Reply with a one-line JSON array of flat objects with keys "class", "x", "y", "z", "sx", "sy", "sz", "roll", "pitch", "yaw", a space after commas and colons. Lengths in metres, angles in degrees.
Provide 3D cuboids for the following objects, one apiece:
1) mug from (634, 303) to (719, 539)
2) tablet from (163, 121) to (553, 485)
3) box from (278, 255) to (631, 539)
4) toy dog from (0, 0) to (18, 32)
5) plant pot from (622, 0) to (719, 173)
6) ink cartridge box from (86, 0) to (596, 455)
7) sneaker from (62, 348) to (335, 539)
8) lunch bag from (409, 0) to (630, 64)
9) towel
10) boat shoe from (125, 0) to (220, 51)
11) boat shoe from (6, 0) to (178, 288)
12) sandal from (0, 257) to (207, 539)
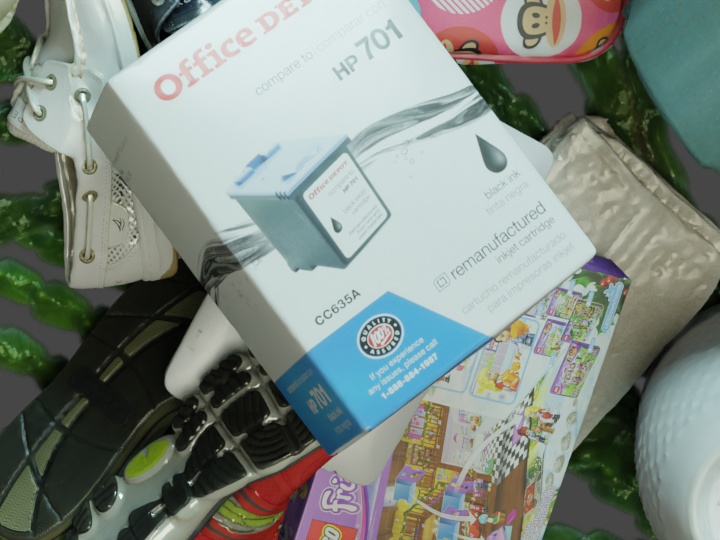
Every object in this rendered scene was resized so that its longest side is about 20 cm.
[{"class": "mug", "x": 0.235, "y": 0.085, "z": 1.313, "sx": 0.200, "sy": 0.175, "sz": 0.148, "roll": -43, "pitch": 93, "yaw": 14}, {"class": "tablet", "x": 0.000, "y": 0.000, "z": 1.264, "sx": 0.129, "sy": 0.014, "sz": 0.201, "roll": 27, "pitch": 98, "yaw": -19}, {"class": "box", "x": 0.047, "y": 0.076, "z": 1.328, "sx": 0.136, "sy": 0.039, "sz": 0.201, "roll": 14, "pitch": 104, "yaw": -17}, {"class": "toy dog", "x": -0.210, "y": -0.126, "z": 1.161, "sx": 0.139, "sy": 0.195, "sz": 0.200, "roll": 3, "pitch": 141, "yaw": -29}, {"class": "plant pot", "x": 0.245, "y": -0.130, "z": 1.219, "sx": 0.196, "sy": 0.201, "sz": 0.200, "roll": -37, "pitch": 114, "yaw": 22}, {"class": "ink cartridge box", "x": -0.011, "y": -0.039, "z": 1.172, "sx": 0.146, "sy": 0.086, "sz": 0.201, "roll": -37, "pitch": 89, "yaw": -16}, {"class": "sneaker", "x": -0.061, "y": 0.108, "z": 1.254, "sx": 0.200, "sy": 0.077, "sz": 0.085, "roll": -38, "pitch": 136, "yaw": 17}, {"class": "lunch bag", "x": 0.076, "y": -0.205, "z": 1.257, "sx": 0.175, "sy": 0.082, "sz": 0.202, "roll": 0, "pitch": 107, "yaw": -15}, {"class": "towel", "x": 0.100, "y": 0.022, "z": 1.363, "sx": 0.132, "sy": 0.034, "sz": 0.200, "roll": 40, "pitch": 95, "yaw": -21}, {"class": "boat shoe", "x": -0.087, "y": -0.140, "z": 1.242, "sx": 0.071, "sy": 0.068, "sz": 0.201, "roll": -20, "pitch": 111, "yaw": -8}, {"class": "boat shoe", "x": -0.143, "y": -0.081, "z": 1.245, "sx": 0.069, "sy": 0.071, "sz": 0.202, "roll": -15, "pitch": 112, "yaw": -11}, {"class": "sandal", "x": -0.117, "y": 0.066, "z": 1.306, "sx": 0.201, "sy": 0.080, "sz": 0.057, "roll": -41, "pitch": 154, "yaw": -7}]
